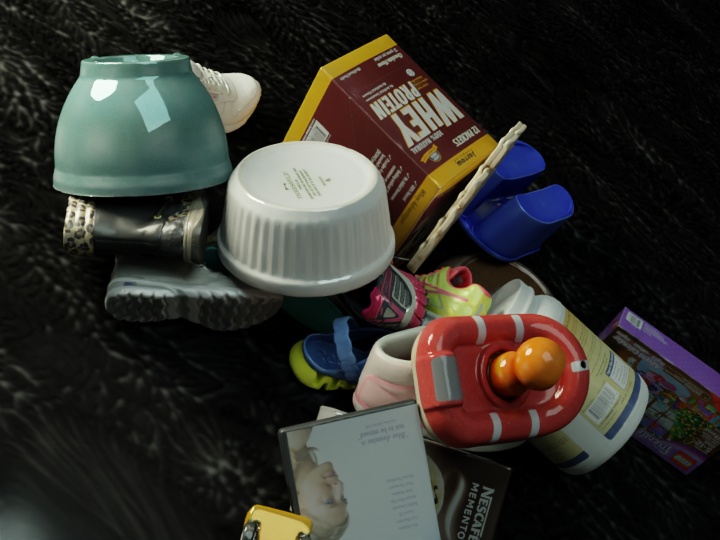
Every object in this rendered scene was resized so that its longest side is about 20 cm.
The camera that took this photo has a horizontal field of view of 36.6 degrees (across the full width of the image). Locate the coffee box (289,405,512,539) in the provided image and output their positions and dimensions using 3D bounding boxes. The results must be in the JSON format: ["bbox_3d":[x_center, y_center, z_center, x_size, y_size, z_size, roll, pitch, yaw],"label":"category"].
[{"bbox_3d":[0.041,0.224,1.120,0.197,0.080,0.115,19,82,-13],"label":"coffee box"}]

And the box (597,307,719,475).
[{"bbox_3d":[0.363,0.151,1.336,0.199,0.137,0.039,35,46,2],"label":"box"}]

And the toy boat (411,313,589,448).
[{"bbox_3d":[0.156,0.102,1.090,0.197,0.130,0.133,-1,76,-34],"label":"toy boat"}]

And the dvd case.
[{"bbox_3d":[0.005,0.239,1.059,0.140,0.018,0.204,-11,91,-15],"label":"dvd case"}]

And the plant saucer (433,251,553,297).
[{"bbox_3d":[0.180,0.052,1.387,0.197,0.035,0.203,14,51,-17],"label":"plant saucer"}]

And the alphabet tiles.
[{"bbox_3d":[0.122,-0.085,1.264,0.015,0.201,0.196,38,28,3],"label":"alphabet tiles"}]

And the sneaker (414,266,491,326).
[{"bbox_3d":[0.093,0.032,1.267,0.078,0.091,0.200,35,-1,-30],"label":"sneaker"}]

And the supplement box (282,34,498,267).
[{"bbox_3d":[0.024,-0.134,1.334,0.200,0.198,0.132,46,47,10],"label":"supplement box"}]

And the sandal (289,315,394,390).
[{"bbox_3d":[0.024,0.101,1.232,0.197,0.087,0.080,9,50,-24],"label":"sandal"}]

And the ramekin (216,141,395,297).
[{"bbox_3d":[-0.058,-0.065,1.194,0.199,0.095,0.203,2,33,-1],"label":"ramekin"}]

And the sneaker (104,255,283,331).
[{"bbox_3d":[-0.179,0.011,1.199,0.197,0.075,0.083,8,54,-22],"label":"sneaker"}]

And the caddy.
[{"bbox_3d":[0.192,-0.088,1.448,0.142,0.105,0.199,55,32,12],"label":"caddy"}]

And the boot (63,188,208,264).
[{"bbox_3d":[-0.242,-0.060,1.199,0.148,0.074,0.201,1,23,-8],"label":"boot"}]

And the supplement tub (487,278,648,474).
[{"bbox_3d":[0.216,0.121,1.258,0.200,0.144,0.145,41,46,-7],"label":"supplement tub"}]

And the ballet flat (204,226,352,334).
[{"bbox_3d":[-0.087,0.003,1.263,0.198,0.068,0.068,31,41,-5],"label":"ballet flat"}]

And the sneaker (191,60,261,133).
[{"bbox_3d":[-0.197,-0.218,1.350,0.198,0.100,0.075,-21,64,-39],"label":"sneaker"}]

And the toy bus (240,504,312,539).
[{"bbox_3d":[-0.094,0.321,0.981,0.064,0.079,0.203,15,59,-8],"label":"toy bus"}]

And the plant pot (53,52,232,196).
[{"bbox_3d":[-0.241,-0.166,1.195,0.197,0.137,0.201,-1,15,0],"label":"plant pot"}]

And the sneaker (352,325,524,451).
[{"bbox_3d":[0.095,0.123,1.160,0.197,0.106,0.076,13,33,0],"label":"sneaker"}]

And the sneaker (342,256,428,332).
[{"bbox_3d":[0.000,0.000,1.245,0.074,0.082,0.200,12,17,-36],"label":"sneaker"}]
